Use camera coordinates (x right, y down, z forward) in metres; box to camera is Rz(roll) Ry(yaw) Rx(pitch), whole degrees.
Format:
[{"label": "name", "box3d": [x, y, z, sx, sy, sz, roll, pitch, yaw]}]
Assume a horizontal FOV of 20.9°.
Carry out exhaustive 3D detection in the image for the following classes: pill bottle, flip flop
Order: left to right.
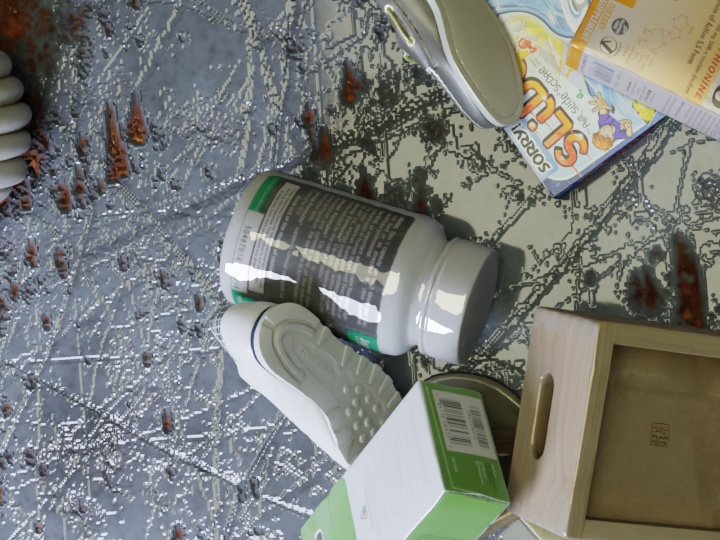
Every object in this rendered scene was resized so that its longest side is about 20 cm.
[{"label": "pill bottle", "box3d": [0.000, 0.000, 1.533, 0.199, 0.113, 0.114, 17, 95, 16]}, {"label": "flip flop", "box3d": [0.118, 0.156, 1.529, 0.200, 0.058, 0.081, 46, 103, 9]}]

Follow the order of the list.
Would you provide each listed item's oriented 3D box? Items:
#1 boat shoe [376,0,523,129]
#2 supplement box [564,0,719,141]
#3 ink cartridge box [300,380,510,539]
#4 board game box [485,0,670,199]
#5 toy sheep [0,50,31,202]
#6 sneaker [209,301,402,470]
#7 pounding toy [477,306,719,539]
[{"label": "boat shoe", "box3d": [0.056, -0.195, 1.505, 0.060, 0.072, 0.202, -27, 94, 43]}, {"label": "supplement box", "box3d": [0.268, -0.171, 1.450, 0.199, 0.074, 0.126, 26, 84, 5]}, {"label": "ink cartridge box", "box3d": [0.030, 0.187, 1.491, 0.200, 0.059, 0.104, -53, 35, 37]}, {"label": "board game box", "box3d": [0.150, -0.175, 1.529, 0.135, 0.034, 0.200, -37, 81, 13]}, {"label": "toy sheep", "box3d": [-0.338, -0.116, 1.623, 0.137, 0.138, 0.201, -5, 104, 16]}, {"label": "sneaker", "box3d": [-0.037, 0.093, 1.539, 0.080, 0.200, 0.077, 1, 48, 46]}, {"label": "pounding toy", "box3d": [0.184, 0.135, 1.458, 0.183, 0.142, 0.201, 8, 93, -22]}]
